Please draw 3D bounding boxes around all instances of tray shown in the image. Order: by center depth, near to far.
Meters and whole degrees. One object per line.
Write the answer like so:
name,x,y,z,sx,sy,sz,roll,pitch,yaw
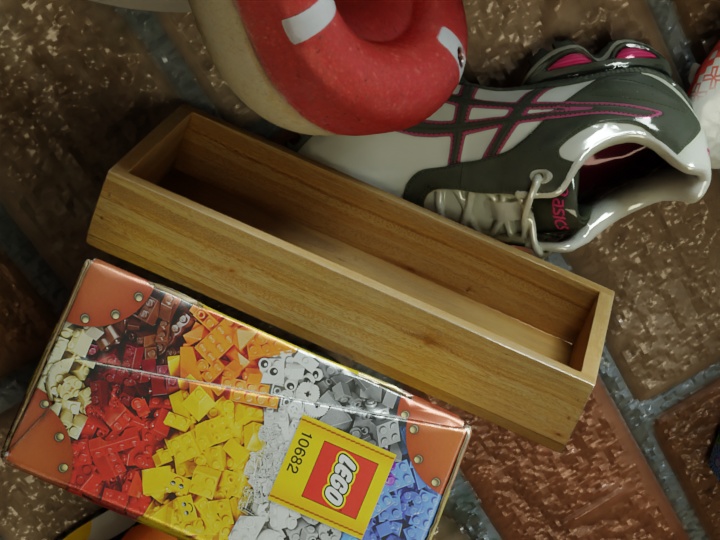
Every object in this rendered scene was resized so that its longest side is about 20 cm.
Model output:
tray,0.000,0.000,0.745,0.200,0.099,0.037,23,114,3

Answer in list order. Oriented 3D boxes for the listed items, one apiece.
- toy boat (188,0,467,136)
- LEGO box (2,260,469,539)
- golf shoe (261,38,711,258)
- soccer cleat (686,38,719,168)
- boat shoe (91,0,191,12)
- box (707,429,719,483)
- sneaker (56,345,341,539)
toy boat,0.004,-0.144,0.677,0.130,0.131,0.200,-2,131,22
LEGO box,-0.058,0.068,0.732,0.149,0.200,0.077,24,81,-7
golf shoe,0.053,-0.043,0.805,0.200,0.088,0.077,-18,128,-5
soccer cleat,0.232,-0.107,0.829,0.200,0.085,0.069,-35,127,4
boat shoe,-0.113,-0.162,0.677,0.200,0.075,0.093,18,75,-56
box,0.311,0.053,0.940,0.192,0.122,0.200,2,120,-21
sneaker,-0.071,0.126,0.869,0.200,0.090,0.070,-43,126,11
